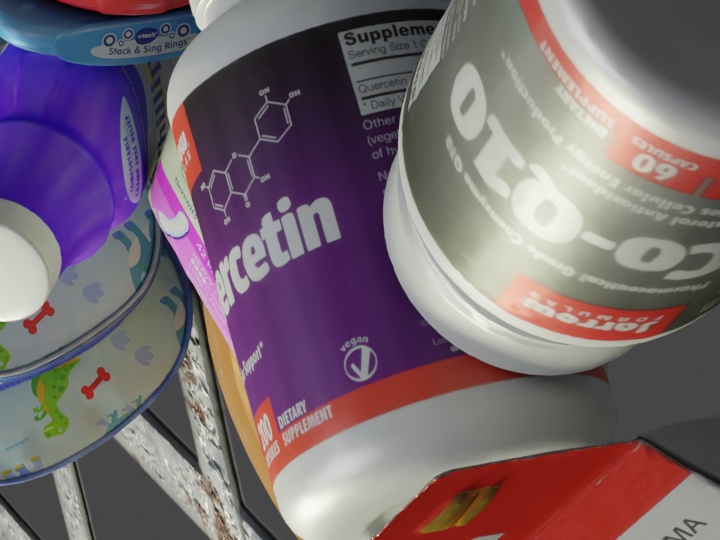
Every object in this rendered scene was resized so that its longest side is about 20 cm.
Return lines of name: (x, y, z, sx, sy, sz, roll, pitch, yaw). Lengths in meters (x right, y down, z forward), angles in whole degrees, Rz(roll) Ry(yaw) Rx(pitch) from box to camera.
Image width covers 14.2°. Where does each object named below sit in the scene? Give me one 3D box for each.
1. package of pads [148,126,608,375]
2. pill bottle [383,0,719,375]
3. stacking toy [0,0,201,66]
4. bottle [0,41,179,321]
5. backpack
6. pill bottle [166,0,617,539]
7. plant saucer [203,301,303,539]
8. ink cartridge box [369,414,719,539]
package of pads: (0.000, 0.000, 1.068, 0.201, 0.068, 0.155, 58, 153, 18)
pill bottle: (0.074, -0.047, 0.791, 0.114, 0.113, 0.200, 60, 158, 13)
stacking toy: (-0.087, -0.186, 1.074, 0.110, 0.115, 0.201, 53, 143, 41)
bottle: (-0.113, -0.057, 1.138, 0.200, 0.065, 0.084, -69, -22, -52)
backpack: (-0.174, -0.005, 1.333, 0.201, 0.182, 0.147, 63, 160, -8)
pill bottle: (0.004, -0.019, 0.936, 0.113, 0.112, 0.201, 120, 136, -65)
plant saucer: (-0.015, 0.062, 1.236, 0.200, 0.032, 0.201, 51, 155, 35)
ink cartridge box: (0.062, 0.097, 0.793, 0.161, 0.199, 0.050, -47, 62, 41)
